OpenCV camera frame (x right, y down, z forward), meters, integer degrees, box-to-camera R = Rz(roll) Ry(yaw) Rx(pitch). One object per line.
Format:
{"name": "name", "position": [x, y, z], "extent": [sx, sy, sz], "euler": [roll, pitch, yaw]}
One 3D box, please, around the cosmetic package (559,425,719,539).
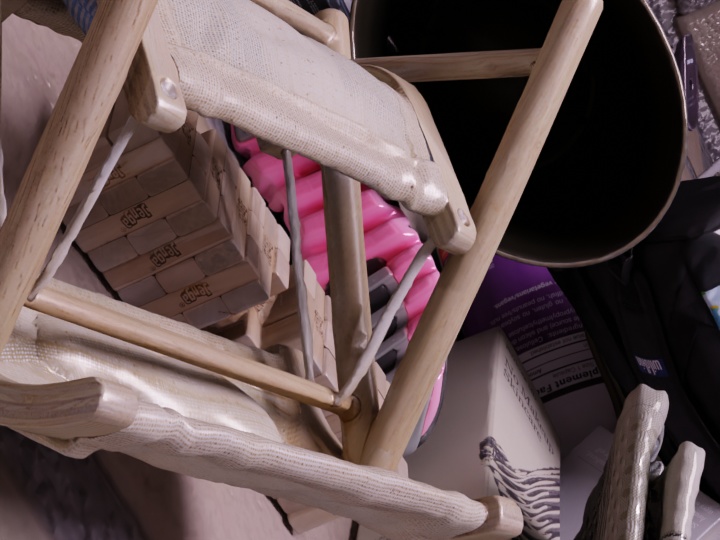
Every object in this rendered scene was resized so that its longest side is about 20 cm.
{"name": "cosmetic package", "position": [0.159, 0.190, 1.006], "extent": [0.107, 0.090, 0.201], "euler": [34, -24, 47]}

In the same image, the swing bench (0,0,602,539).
{"name": "swing bench", "position": [-0.038, -0.026, 0.609], "extent": [0.198, 0.129, 0.202], "euler": [24, 73, -49]}

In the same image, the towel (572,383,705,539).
{"name": "towel", "position": [0.101, 0.174, 0.792], "extent": [0.193, 0.034, 0.201], "euler": [99, 2, -54]}

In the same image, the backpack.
{"name": "backpack", "position": [0.196, 0.051, 0.949], "extent": [0.163, 0.153, 0.202], "euler": [-1, -71, 67]}

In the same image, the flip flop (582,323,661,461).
{"name": "flip flop", "position": [0.185, 0.078, 1.049], "extent": [0.081, 0.057, 0.201], "euler": [-28, 101, -37]}

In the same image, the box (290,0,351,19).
{"name": "box", "position": [-0.038, -0.184, 1.065], "extent": [0.201, 0.043, 0.161], "euler": [60, 18, -24]}

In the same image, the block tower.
{"name": "block tower", "position": [-0.050, 0.012, 0.745], "extent": [0.201, 0.054, 0.058], "euler": [58, 19, -30]}

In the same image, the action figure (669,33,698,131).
{"name": "action figure", "position": [0.096, -0.094, 1.121], "extent": [0.130, 0.198, 0.070], "euler": [-42, 126, -51]}

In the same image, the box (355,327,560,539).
{"name": "box", "position": [0.049, 0.113, 0.893], "extent": [0.083, 0.068, 0.200], "euler": [60, 18, -21]}

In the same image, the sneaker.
{"name": "sneaker", "position": [0.000, 0.000, 0.906], "extent": [0.095, 0.078, 0.202], "euler": [58, 16, -65]}

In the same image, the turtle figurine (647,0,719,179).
{"name": "turtle figurine", "position": [0.174, -0.066, 1.316], "extent": [0.144, 0.199, 0.195], "euler": [44, -26, 23]}

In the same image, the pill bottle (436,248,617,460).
{"name": "pill bottle", "position": [0.121, 0.046, 1.132], "extent": [0.112, 0.112, 0.201], "euler": [33, 37, -62]}

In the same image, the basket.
{"name": "basket", "position": [0.074, -0.095, 0.951], "extent": [0.181, 0.136, 0.200], "euler": [52, 5, -4]}
